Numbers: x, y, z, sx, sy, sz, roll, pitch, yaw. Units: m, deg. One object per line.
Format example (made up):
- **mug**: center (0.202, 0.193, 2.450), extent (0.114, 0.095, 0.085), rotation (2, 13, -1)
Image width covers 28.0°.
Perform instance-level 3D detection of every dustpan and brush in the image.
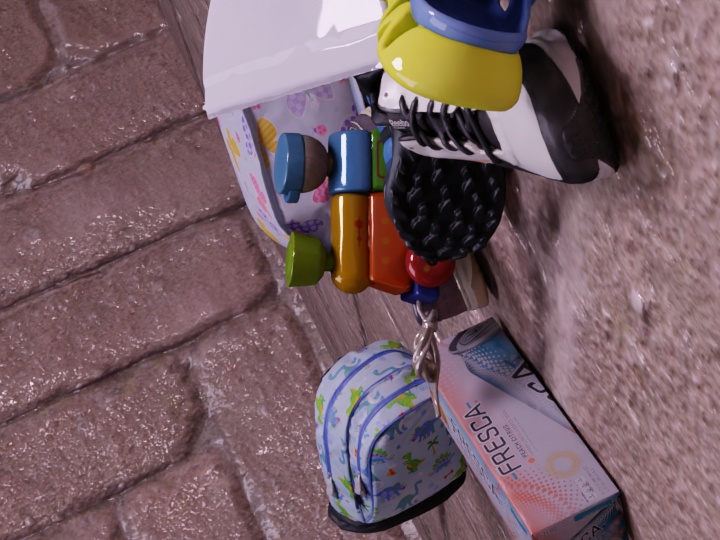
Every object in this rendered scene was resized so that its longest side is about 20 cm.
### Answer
- **dustpan and brush**: center (-0.024, -0.187, 0.774), extent (0.057, 0.140, 0.200), rotation (6, -102, -49)

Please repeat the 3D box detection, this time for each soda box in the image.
- **soda box**: center (0.112, 0.124, 1.021), extent (0.200, 0.068, 0.064), rotation (-123, 10, -48)

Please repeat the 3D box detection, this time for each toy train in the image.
- **toy train**: center (0.000, 0.000, 0.984), extent (0.085, 0.116, 0.200), rotation (152, 118, -78)

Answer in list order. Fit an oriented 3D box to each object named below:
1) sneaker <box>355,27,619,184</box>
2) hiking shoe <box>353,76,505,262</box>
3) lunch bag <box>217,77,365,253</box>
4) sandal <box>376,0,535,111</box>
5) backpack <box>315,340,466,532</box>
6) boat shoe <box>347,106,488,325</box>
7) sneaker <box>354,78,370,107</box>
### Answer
- **sneaker**: center (0.057, -0.075, 0.688), extent (0.200, 0.080, 0.074), rotation (-135, 23, -68)
- **hiking shoe**: center (0.041, -0.096, 0.854), extent (0.087, 0.074, 0.200), rotation (-91, -11, -50)
- **lunch bag**: center (-0.049, -0.103, 1.257), extent (0.170, 0.127, 0.200), rotation (-155, 51, -77)
- **sandal**: center (0.041, -0.148, 0.634), extent (0.200, 0.079, 0.087), rotation (-111, 38, -54)
- **backpack**: center (0.031, 0.168, 1.498), extent (0.154, 0.163, 0.200), rotation (33, 142, 59)
- **boat shoe**: center (0.029, -0.043, 1.089), extent (0.072, 0.065, 0.200), rotation (76, 167, -59)
- **sneaker**: center (-0.026, -0.174, 0.931), extent (0.200, 0.090, 0.070), rotation (73, 170, -49)
